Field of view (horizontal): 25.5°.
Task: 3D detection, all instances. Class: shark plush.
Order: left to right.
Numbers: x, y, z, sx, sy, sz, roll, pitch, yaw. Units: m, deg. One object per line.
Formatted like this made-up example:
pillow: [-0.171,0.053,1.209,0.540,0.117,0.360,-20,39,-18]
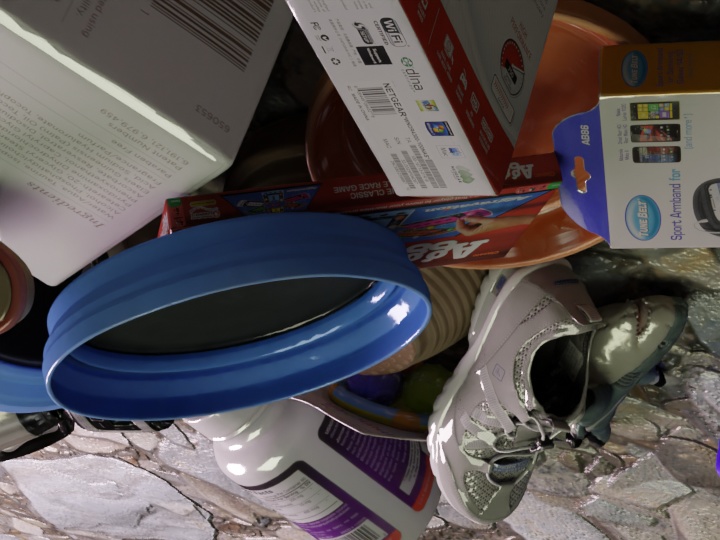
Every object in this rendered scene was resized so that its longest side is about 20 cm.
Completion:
shark plush: [0.170,0.082,1.056,0.083,0.091,0.200,-15,140,-4]

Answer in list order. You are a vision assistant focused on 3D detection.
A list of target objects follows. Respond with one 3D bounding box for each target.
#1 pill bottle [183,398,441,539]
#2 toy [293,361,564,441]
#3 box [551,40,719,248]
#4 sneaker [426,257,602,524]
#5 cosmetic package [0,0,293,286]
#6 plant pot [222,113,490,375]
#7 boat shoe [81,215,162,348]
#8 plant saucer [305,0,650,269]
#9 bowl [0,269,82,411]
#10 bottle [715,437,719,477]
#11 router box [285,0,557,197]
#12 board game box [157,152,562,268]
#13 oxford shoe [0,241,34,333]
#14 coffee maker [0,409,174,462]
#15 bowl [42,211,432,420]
pill bottle: [-0.040,0.129,1.195,0.111,0.112,0.200,-16,134,44]
toy: [0.039,0.080,1.078,0.199,0.047,0.115,13,-175,-44]
box: [0.199,-0.062,0.798,0.199,0.042,0.119,1,142,13]
sneaker: [0.095,0.085,0.970,0.074,0.082,0.201,-11,128,-27]
cosmetic package: [-0.153,-0.124,0.805,0.166,0.168,0.200,32,146,-23]
plant pot: [0.000,0.000,0.990,0.200,0.093,0.201,14,148,9]
boat shoe: [-0.123,0.005,0.939,0.073,0.063,0.200,48,-170,2]
plant saucer: [0.070,-0.075,0.850,0.199,0.032,0.201,1,141,1]
bowl: [-0.214,-0.012,0.973,0.200,0.201,0.039,30,136,-17]
bottle: [0.338,0.138,1.045,0.199,0.066,0.084,21,148,-3]
router box: [0.024,-0.160,0.639,0.049,0.180,0.200,1,145,28]
board game box: [-0.005,-0.021,0.814,0.199,0.020,0.103,-8,162,-15]
oxford shoe: [-0.234,-0.009,0.829,0.199,0.071,0.075,16,-172,31]
coffee maker: [-0.234,0.037,1.128,0.199,0.193,0.135,-12,164,10]
bowl: [-0.065,0.026,0.812,0.200,0.040,0.201,-13,160,-5]
